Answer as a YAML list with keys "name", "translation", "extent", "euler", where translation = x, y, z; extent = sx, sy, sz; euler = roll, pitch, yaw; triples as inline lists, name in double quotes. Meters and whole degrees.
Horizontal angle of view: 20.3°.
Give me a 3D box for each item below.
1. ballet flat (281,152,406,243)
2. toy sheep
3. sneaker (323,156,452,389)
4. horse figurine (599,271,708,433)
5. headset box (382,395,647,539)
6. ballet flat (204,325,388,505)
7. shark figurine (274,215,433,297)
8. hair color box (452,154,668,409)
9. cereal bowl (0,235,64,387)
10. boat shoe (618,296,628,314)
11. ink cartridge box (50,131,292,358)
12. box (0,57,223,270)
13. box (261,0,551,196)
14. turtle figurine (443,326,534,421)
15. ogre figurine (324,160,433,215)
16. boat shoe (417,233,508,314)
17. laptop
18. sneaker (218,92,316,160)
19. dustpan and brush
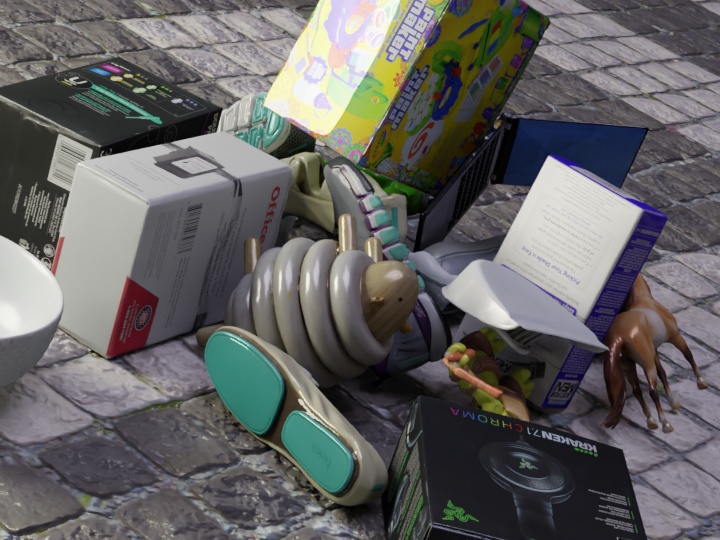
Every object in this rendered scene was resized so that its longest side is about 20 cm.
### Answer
- name: "ballet flat"
  translation: [-0.033, -0.075, 1.860]
  extent: [0.200, 0.070, 0.069]
  euler: [24, 21, 38]
- name: "toy sheep"
  translation: [-0.044, 0.033, 1.661]
  extent: [0.200, 0.138, 0.138]
  euler: [-16, 11, 24]
- name: "sneaker"
  translation: [0.000, 0.000, 1.732]
  extent: [0.200, 0.087, 0.074]
  euler: [62, -4, 12]
- name: "horse figurine"
  translation: [0.260, 0.076, 1.843]
  extent: [0.200, 0.050, 0.133]
  euler: [-32, 98, -60]
- name: "headset box"
  translation: [0.112, 0.197, 1.479]
  extent: [0.174, 0.093, 0.200]
  euler: [16, 24, -8]
- name: "ballet flat"
  translation: [-0.047, 0.114, 1.579]
  extent: [0.069, 0.070, 0.200]
  euler: [-4, 39, -43]
- name: "shark figurine"
  translation: [-0.049, -0.001, 1.801]
  extent: [0.128, 0.090, 0.214]
  euler: [-9, 34, -45]
- name: "hair color box"
  translation: [0.176, 0.012, 1.794]
  extent: [0.109, 0.200, 0.065]
  euler: [33, 11, 29]
- name: "cereal bowl"
  translation: [-0.328, 0.035, 1.505]
  extent: [0.200, 0.083, 0.200]
  euler: [16, 23, -7]
- name: "boat shoe"
  translation: [0.209, 0.039, 1.930]
  extent: [0.066, 0.074, 0.200]
  euler: [13, 11, 32]
- name: "ink cartridge box"
  translation: [-0.160, -0.026, 1.690]
  extent: [0.083, 0.145, 0.200]
  euler: [28, 25, 26]
- name: "box"
  translation: [-0.235, -0.086, 1.761]
  extent: [0.124, 0.149, 0.200]
  euler: [27, 24, 19]
- name: "box"
  translation: [0.046, -0.192, 1.845]
  extent: [0.122, 0.200, 0.193]
  euler: [33, 7, 27]
- name: "turtle figurine"
  translation: [0.127, 0.123, 1.684]
  extent: [0.200, 0.064, 0.161]
  euler: [39, 14, -17]
- name: "ogre figurine"
  translation: [-0.011, -0.080, 1.999]
  extent: [0.120, 0.098, 0.200]
  euler: [-8, -1, -33]
- name: "boat shoe"
  translation: [0.119, 0.013, 1.942]
  extent: [0.201, 0.070, 0.072]
  euler: [-5, 56, -52]
- name: "laptop"
  translation: [0.154, -0.064, 1.902]
  extent: [0.116, 0.200, 0.187]
  euler: [38, -14, 9]
- name: "sneaker"
  translation: [-0.125, -0.123, 1.977]
  extent: [0.200, 0.078, 0.091]
  euler: [0, -12, 42]
- name: "dustpan and brush"
  translation: [0.105, 0.022, 1.732]
  extent: [0.139, 0.057, 0.200]
  euler: [15, 25, -49]
